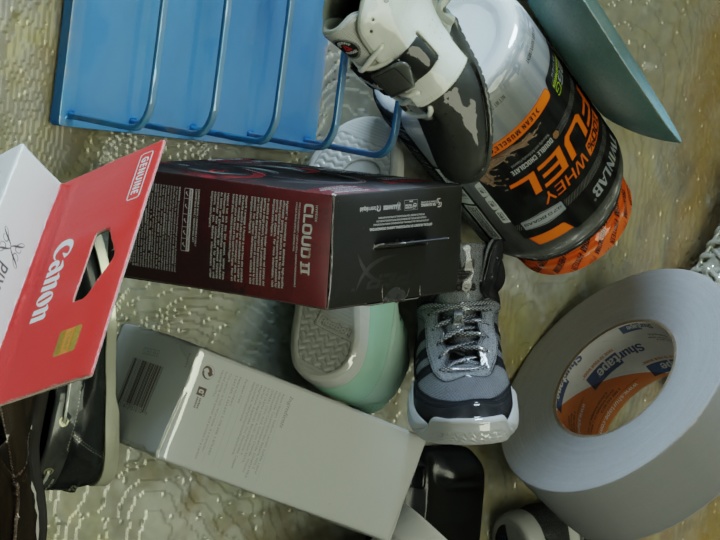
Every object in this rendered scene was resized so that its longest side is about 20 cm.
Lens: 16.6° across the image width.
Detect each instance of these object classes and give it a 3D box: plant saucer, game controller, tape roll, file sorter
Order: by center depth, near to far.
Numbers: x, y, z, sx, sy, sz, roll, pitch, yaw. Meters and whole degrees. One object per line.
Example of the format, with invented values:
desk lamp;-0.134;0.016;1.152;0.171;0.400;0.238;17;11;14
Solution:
file sorter;-0.079;-0.150;1.599;0.199;0.123;0.140;4;95;-34
plant saucer;0.158;-0.165;1.736;0.039;0.201;0.201;-32;119;11
tape roll;0.201;0.096;1.781;0.066;0.200;0.201;46;73;-30
game controller;0.044;0.228;1.803;0.104;0.042;0.201;-2;100;-48

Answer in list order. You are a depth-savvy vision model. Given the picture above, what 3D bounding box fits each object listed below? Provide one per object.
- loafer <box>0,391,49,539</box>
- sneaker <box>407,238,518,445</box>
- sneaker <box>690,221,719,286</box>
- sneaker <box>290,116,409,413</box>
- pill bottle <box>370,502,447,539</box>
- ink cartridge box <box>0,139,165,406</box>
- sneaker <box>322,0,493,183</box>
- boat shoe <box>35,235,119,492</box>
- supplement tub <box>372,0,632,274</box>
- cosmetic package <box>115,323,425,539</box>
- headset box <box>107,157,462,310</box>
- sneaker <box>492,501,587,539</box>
loafer;-0.243;0.124;1.548;0.071;0.073;0.201;-14;110;-62
sneaker;0.067;0.041;1.691;0.075;0.200;0.114;-3;109;-1
sneaker;0.286;0.011;1.902;0.099;0.078;0.201;3;95;-31
sneaker;0.000;0.000;1.722;0.118;0.073;0.201;51;46;-63
pill bottle;-0.008;0.263;1.702;0.200;0.116;0.116;-47;120;-7
ink cartridge box;-0.214;0.005;1.453;0.045;0.176;0.201;47;36;-30
sneaker;0.019;-0.141;1.552;0.088;0.074;0.201;-25;101;-28
boat shoe;-0.196;0.045;1.584;0.067;0.072;0.201;-5;101;-27
supplement tub;0.105;-0.092;1.723;0.123;0.122;0.200;-54;132;-14
cosmetic package;-0.069;0.110;1.657;0.199;0.113;0.081;25;83;-32
headset box;-0.040;-0.025;1.576;0.148;0.199;0.075;-7;103;-54
sneaker;0.170;0.266;1.866;0.111;0.073;0.201;-15;105;-30
